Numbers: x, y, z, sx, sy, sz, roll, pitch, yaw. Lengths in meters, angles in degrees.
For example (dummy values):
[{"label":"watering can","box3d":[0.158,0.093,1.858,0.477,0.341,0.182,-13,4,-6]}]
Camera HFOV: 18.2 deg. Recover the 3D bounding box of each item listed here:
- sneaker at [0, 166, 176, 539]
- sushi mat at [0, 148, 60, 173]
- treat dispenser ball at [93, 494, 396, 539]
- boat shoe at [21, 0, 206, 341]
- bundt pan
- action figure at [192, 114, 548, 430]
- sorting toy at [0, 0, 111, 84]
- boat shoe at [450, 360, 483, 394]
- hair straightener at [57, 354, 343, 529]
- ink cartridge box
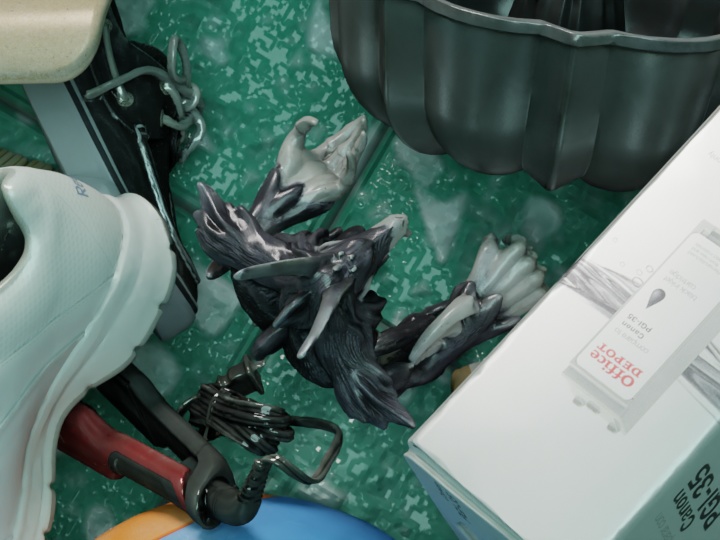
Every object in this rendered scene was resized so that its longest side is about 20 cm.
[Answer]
[{"label":"sneaker","box3d":[-0.148,0.051,0.829,0.074,0.087,0.201,18,82,45]},{"label":"sushi mat","box3d":[-0.195,-0.022,0.882,0.095,0.200,0.012,25,118,7]},{"label":"treat dispenser ball","box3d":[-0.043,0.184,0.840,0.200,0.201,0.202,0,84,3]},{"label":"boat shoe","box3d":[-0.100,-0.069,0.935,0.068,0.074,0.200,-24,68,-6]},{"label":"bundt pan","box3d":[0.080,-0.089,0.875,0.201,0.202,0.076,8,114,4]},{"label":"action figure","box3d":[0.000,0.000,0.857,0.119,0.200,0.102,43,89,6]},{"label":"sorting toy","box3d":[-0.174,-0.140,0.911,0.184,0.037,0.201,0,44,10]},{"label":"boat shoe","box3d":[0.101,0.123,0.905,0.069,0.071,0.201,-21,82,2]},{"label":"hair straightener","box3d":[-0.067,0.049,0.853,0.077,0.200,0.041,-35,113,-22]},{"label":"ink cartridge box","box3d":[0.124,0.039,0.813,0.083,0.147,0.200,40,81,27]}]
